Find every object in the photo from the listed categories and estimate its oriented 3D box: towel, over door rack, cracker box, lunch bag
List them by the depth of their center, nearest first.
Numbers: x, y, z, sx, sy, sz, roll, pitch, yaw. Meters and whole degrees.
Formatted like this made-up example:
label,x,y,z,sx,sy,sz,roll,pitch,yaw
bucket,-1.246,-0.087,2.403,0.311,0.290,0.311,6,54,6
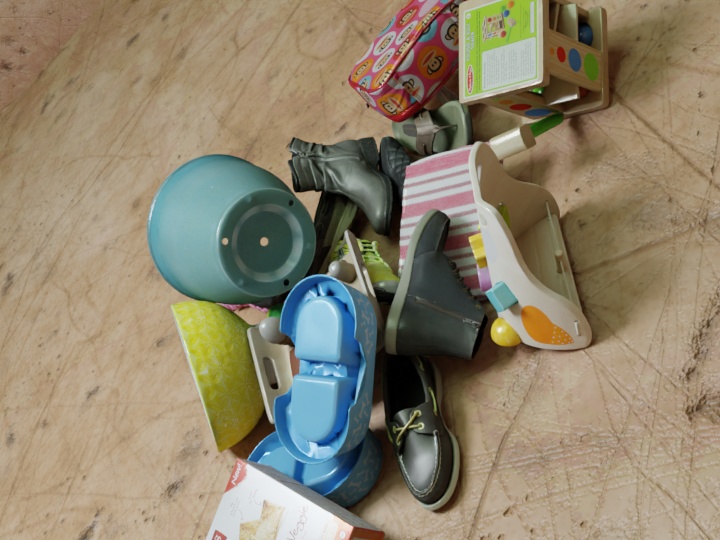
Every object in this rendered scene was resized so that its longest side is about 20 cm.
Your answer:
label,x,y,z,sx,sy,sz,roll,pitch,yaw
cracker box,-0.080,0.301,1.174,0.199,0.057,0.135,18,86,45
towel,0.111,-0.052,1.336,0.145,0.030,0.203,-10,68,42
lunch bag,0.071,-0.306,1.503,0.200,0.082,0.176,-49,27,2
over door rack,0.162,-0.316,1.543,0.147,0.067,0.201,-38,29,19

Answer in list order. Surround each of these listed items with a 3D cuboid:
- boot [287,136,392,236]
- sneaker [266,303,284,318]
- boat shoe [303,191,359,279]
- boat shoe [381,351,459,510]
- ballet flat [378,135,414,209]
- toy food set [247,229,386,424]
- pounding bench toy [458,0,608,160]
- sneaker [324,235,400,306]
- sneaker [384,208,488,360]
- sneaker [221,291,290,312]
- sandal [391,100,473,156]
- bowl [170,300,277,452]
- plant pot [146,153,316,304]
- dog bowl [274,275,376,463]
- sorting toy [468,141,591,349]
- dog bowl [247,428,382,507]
label,x,y,z,sx,sy,sz,roll,pitch,yaw
boot,-0.031,-0.113,1.498,0.129,0.068,0.201,-4,41,-12
sneaker,-0.051,0.093,1.389,0.084,0.074,0.200,-52,42,1
boat shoe,-0.063,-0.028,1.508,0.201,0.064,0.073,-66,4,-33
boat shoe,0.058,0.167,1.193,0.071,0.060,0.202,-35,36,21
ballet flat,0.065,-0.128,1.497,0.056,0.067,0.200,-7,33,-14
toy food set,-0.056,0.068,1.293,0.200,0.060,0.144,-45,46,29
pounding bench toy,0.215,-0.221,1.322,0.123,0.155,0.203,-8,78,44
sneaker,0.000,0.000,1.370,0.200,0.075,0.077,-162,81,-65
sneaker,0.101,0.020,1.255,0.105,0.075,0.202,10,55,12
sneaker,-0.164,0.007,1.583,0.199,0.095,0.080,-8,50,44
sandal,0.090,-0.183,1.476,0.057,0.081,0.200,-15,12,-27
bowl,-0.166,0.123,1.422,0.107,0.202,0.200,-18,33,-10
plant pot,-0.151,-0.044,1.406,0.201,0.200,0.187,-56,27,-10
dog bowl,-0.035,0.108,1.199,0.111,0.049,0.203,2,86,40
sorting toy,0.156,-0.036,1.153,0.106,0.181,0.201,-18,41,13
dog bowl,-0.056,0.233,1.274,0.199,0.049,0.112,-25,40,34
